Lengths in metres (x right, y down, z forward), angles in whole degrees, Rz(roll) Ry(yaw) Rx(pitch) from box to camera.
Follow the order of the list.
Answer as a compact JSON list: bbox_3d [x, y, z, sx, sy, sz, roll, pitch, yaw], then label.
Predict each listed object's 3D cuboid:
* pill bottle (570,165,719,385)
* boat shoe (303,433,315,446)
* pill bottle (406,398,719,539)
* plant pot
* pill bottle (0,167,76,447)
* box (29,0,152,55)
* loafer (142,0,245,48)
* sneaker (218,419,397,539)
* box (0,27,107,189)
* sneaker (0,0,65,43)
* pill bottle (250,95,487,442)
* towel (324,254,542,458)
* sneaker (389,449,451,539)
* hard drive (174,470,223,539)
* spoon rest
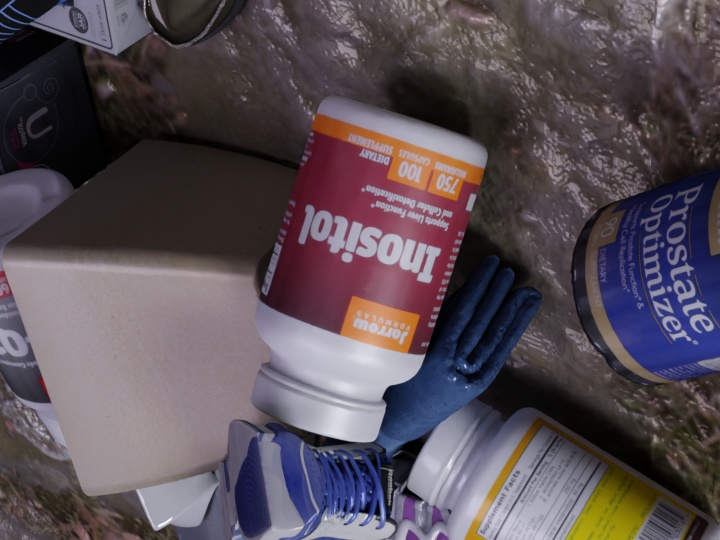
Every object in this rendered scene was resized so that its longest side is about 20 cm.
[{"bbox_3d":[0.220,-0.007,0.888,0.200,0.112,0.112,-20,106,50],"label":"pill bottle"},{"bbox_3d":[-0.078,0.164,1.348,0.063,0.071,0.201,22,136,28],"label":"boat shoe"},{"bbox_3d":[0.134,0.167,1.102,0.200,0.109,0.109,31,139,13],"label":"pill bottle"},{"bbox_3d":[-0.102,0.030,1.167,0.176,0.200,0.201,-1,116,28],"label":"plant pot"},{"bbox_3d":[-0.231,0.033,1.236,0.114,0.114,0.201,12,138,37],"label":"pill bottle"},{"bbox_3d":[-0.235,-0.240,1.172,0.199,0.060,0.117,21,134,30],"label":"box"},{"bbox_3d":[-0.107,-0.213,1.063,0.075,0.070,0.200,43,141,8],"label":"loafer"},{"bbox_3d":[-0.028,0.136,1.055,0.199,0.115,0.081,125,138,-72],"label":"sneaker"},{"bbox_3d":[-0.318,-0.127,1.308,0.199,0.106,0.123,16,132,34],"label":"box"},{"bbox_3d":[-0.259,-0.188,1.127,0.070,0.078,0.200,52,142,-5],"label":"sneaker"},{"bbox_3d":[0.000,0.000,1.030,0.113,0.113,0.201,20,95,32],"label":"pill bottle"},{"bbox_3d":[0.040,0.073,1.123,0.048,0.112,0.200,40,144,-6],"label":"towel"},{"bbox_3d":[0.025,0.155,1.236,0.200,0.078,0.140,-26,103,50],"label":"sneaker"},{"bbox_3d":[-0.117,0.211,1.358,0.200,0.033,0.140,-3,106,68],"label":"hard drive"},{"bbox_3d":[-0.145,0.162,1.278,0.200,0.060,0.100,180,67,-82],"label":"spoon rest"}]
